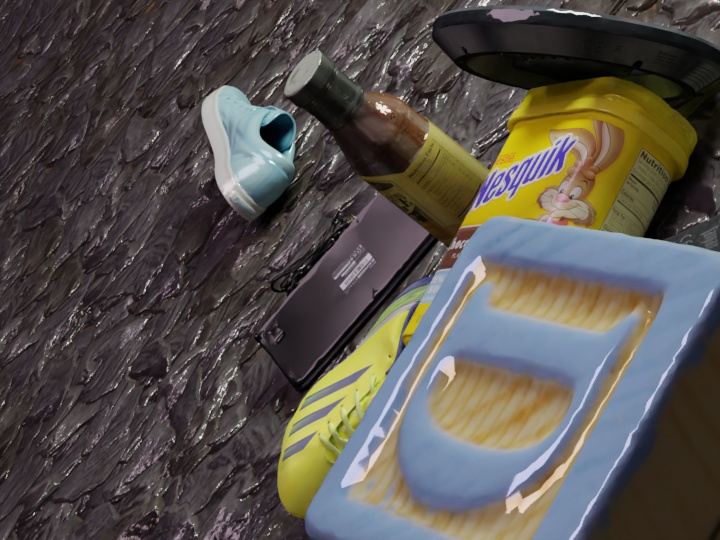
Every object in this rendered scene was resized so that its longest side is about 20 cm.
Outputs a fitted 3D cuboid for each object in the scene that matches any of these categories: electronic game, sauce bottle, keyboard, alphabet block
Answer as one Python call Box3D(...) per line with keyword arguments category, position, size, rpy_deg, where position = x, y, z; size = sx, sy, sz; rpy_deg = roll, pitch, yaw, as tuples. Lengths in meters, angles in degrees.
Box3D(category="electronic game", position=(0.146, -0.148, 1.439), size=(0.200, 0.198, 0.042), rpy_deg=(2, 82, 62))
Box3D(category="sauce bottle", position=(0.030, -0.083, 1.540), size=(0.066, 0.200, 0.066), rpy_deg=(-42, 24, 24))
Box3D(category="keyboard", position=(0.000, 0.000, 1.705), size=(0.200, 0.040, 0.104), rpy_deg=(-48, 47, 8))
Box3D(category="alphabet block", position=(0.129, 0.114, 1.053), size=(0.195, 0.200, 0.197), rpy_deg=(14, 67, 56))

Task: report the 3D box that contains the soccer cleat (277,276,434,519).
Box3D(category="soccer cleat", position=(0.010, 0.089, 1.501), size=(0.201, 0.065, 0.084), rpy_deg=(-53, 20, -5))

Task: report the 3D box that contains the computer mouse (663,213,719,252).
Box3D(category="computer mouse", position=(0.227, 0.009, 1.250), size=(0.199, 0.046, 0.141), rpy_deg=(-32, 24, 15))

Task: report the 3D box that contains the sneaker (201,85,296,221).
Box3D(category="sneaker", position=(-0.093, -0.123, 1.996), size=(0.082, 0.074, 0.201), rpy_deg=(-36, 35, 13))

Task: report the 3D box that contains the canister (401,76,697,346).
Box3D(category="canister", position=(0.123, -0.020, 1.427), size=(0.148, 0.086, 0.201), rpy_deg=(-2, 55, 61))
